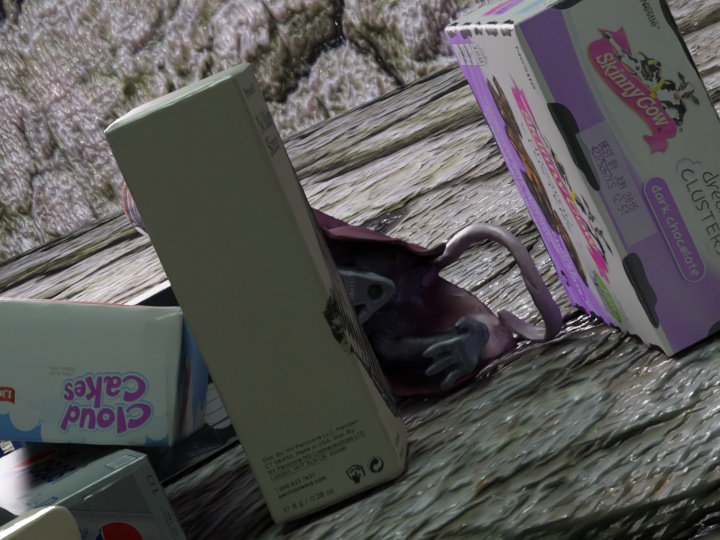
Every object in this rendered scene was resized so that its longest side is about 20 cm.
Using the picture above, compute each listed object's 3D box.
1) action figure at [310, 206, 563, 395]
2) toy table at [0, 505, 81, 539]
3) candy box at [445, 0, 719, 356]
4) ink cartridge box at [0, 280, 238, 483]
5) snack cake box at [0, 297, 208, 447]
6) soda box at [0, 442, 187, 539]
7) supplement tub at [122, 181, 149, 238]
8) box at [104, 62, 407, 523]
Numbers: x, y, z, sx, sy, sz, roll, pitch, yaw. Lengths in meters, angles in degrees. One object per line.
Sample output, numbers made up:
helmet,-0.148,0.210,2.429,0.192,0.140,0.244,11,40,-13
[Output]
action figure,0.000,0.000,1.129,0.148,0.135,0.200,-26,11,-7
toy table,-0.137,0.163,0.601,0.183,0.118,0.200,-19,10,39
candy box,0.120,-0.059,1.010,0.071,0.169,0.200,-26,8,-3
ink cartridge box,-0.123,0.070,1.189,0.199,0.100,0.039,-30,8,-20
snack cake box,-0.139,0.049,1.046,0.114,0.068,0.200,4,-2,0
soda box,-0.138,0.125,0.997,0.063,0.069,0.200,-28,8,-18
supplement tub,-0.204,-0.085,2.364,0.106,0.108,0.200,-28,9,-15
box,-0.046,0.009,0.973,0.068,0.201,0.082,-22,9,6
